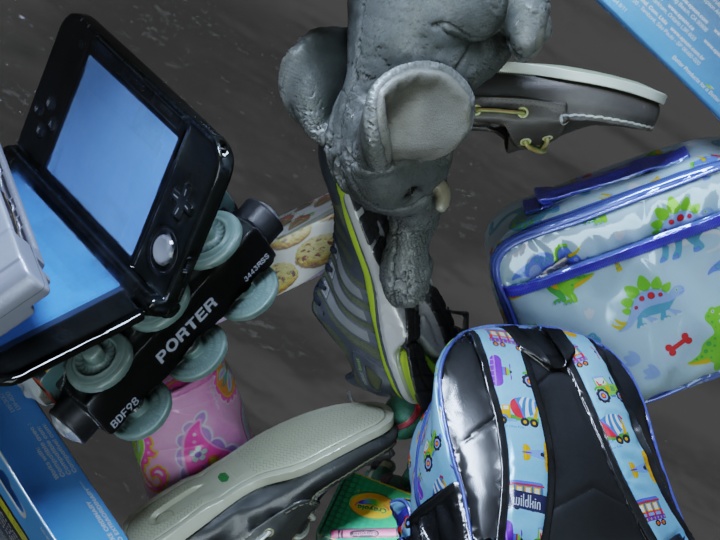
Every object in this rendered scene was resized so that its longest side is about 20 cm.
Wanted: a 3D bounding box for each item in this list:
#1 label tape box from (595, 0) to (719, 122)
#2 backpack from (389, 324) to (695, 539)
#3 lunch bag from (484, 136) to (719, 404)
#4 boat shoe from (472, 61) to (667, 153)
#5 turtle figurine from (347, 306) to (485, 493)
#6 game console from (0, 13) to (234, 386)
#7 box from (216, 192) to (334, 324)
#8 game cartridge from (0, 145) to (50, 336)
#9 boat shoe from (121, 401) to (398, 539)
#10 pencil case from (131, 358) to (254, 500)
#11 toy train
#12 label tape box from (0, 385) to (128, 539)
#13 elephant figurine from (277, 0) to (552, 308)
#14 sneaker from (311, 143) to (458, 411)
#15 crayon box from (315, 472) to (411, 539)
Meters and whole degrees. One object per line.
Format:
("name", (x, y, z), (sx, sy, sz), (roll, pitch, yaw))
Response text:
("label tape box", (0.256, -0.213, 1.500), (0.144, 0.063, 0.200), (42, 106, -18))
("backpack", (0.107, 0.141, 1.509), (0.182, 0.200, 0.135), (1, 151, -29))
("lunch bag", (0.190, 0.005, 1.590), (0.200, 0.082, 0.161), (-18, 112, 4))
("boat shoe", (0.097, -0.106, 1.531), (0.201, 0.072, 0.061), (8, 89, 1))
("turtle figurine", (0.067, 0.126, 1.633), (0.150, 0.101, 0.200), (-40, 117, 15))
("game console", (-0.197, -0.049, 1.464), (0.116, 0.200, 0.176), (3, 120, -42))
("box", (-0.064, -0.006, 1.593), (0.200, 0.039, 0.041), (-25, 113, 8))
("game cartridge", (-0.274, -0.023, 1.461), (0.133, 0.200, 0.041), (-37, 140, 12))
("boat shoe", (-0.060, 0.152, 1.574), (0.200, 0.072, 0.068), (-30, 115, -3))
("pencil case", (-0.111, 0.146, 1.640), (0.087, 0.087, 0.200), (-15, 114, 4))
("toy train", (-0.140, 0.022, 1.529), (0.200, 0.114, 0.085), (-48, 137, -12))
("label tape box", (-0.212, 0.153, 1.552), (0.066, 0.200, 0.143), (-29, 72, -23))
("elephant figurine", (0.023, -0.101, 1.426), (0.155, 0.142, 0.200), (31, 83, 0))
("sneaker", (0.000, 0.000, 1.537), (0.081, 0.074, 0.200), (-2, 110, 35))
("crayon box", (0.070, 0.220, 1.630), (0.200, 0.058, 0.119), (20, 152, 10))
